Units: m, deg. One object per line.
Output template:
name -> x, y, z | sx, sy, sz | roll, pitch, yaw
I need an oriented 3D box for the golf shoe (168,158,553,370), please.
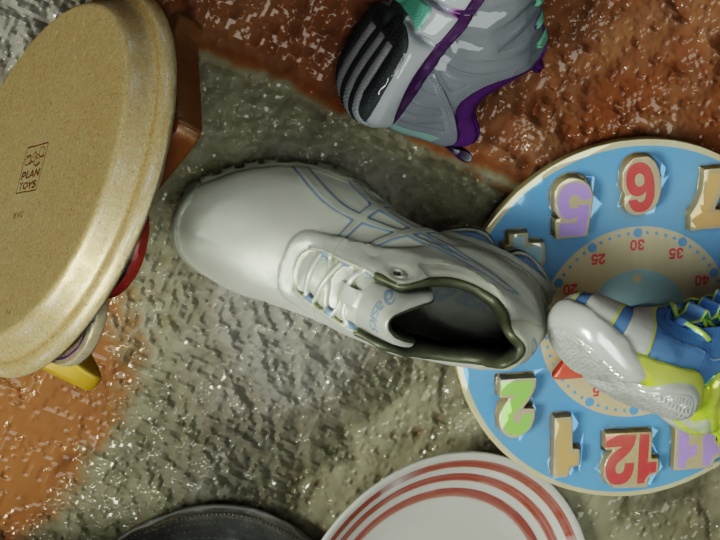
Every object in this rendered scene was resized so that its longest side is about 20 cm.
golf shoe -> 0.000, 0.000, 1.060 | 0.200, 0.097, 0.078 | 14, 106, -1

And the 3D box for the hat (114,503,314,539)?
hat -> -0.079, 0.231, 1.145 | 0.200, 0.081, 0.201 | -4, 110, -11

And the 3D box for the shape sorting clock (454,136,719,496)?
shape sorting clock -> 0.147, 0.027, 1.138 | 0.200, 0.039, 0.200 | -4, 110, -10

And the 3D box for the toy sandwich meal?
toy sandwich meal -> -0.122, -0.039, 0.981 | 0.070, 0.205, 0.205 | 21, 105, -32

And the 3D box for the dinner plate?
dinner plate -> 0.041, 0.193, 1.161 | 0.200, 0.024, 0.201 | -7, 103, -30

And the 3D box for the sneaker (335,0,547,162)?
sneaker -> 0.072, -0.148, 1.053 | 0.087, 0.074, 0.200 | 23, 114, -32

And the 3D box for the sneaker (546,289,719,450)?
sneaker -> 0.181, 0.033, 1.094 | 0.200, 0.076, 0.105 | 32, 83, -37
